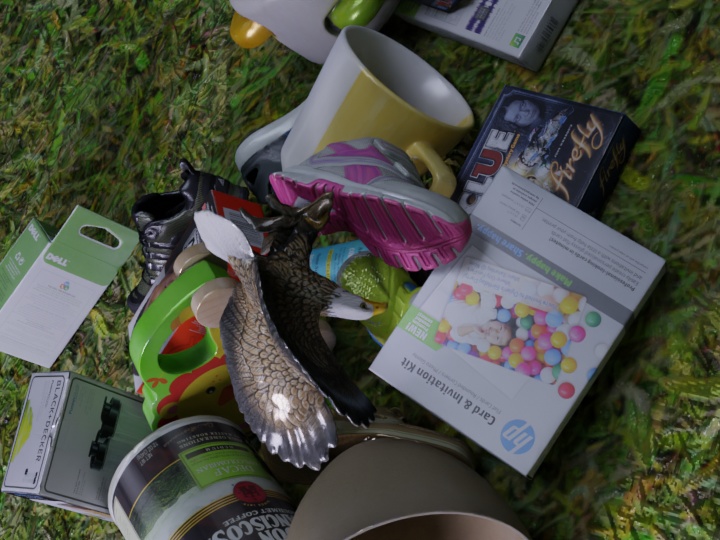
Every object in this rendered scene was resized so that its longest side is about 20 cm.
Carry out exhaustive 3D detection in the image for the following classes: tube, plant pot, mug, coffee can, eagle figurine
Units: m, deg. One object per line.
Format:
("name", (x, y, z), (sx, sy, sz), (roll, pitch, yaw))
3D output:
("tube", (0.000, 0.000, 1.233), (0.200, 0.050, 0.078), (-9, 74, 32))
("plant pot", (0.027, 0.208, 1.010), (0.200, 0.200, 0.135), (-42, 34, 18))
("mug", (0.002, -0.115, 1.205), (0.153, 0.149, 0.187), (-51, 15, 24))
("coffee can", (-0.118, 0.244, 1.143), (0.146, 0.146, 0.200), (-53, 45, 8))
("eagle figurine", (-0.052, 0.041, 1.033), (0.151, 0.152, 0.201), (-7, 65, 26))

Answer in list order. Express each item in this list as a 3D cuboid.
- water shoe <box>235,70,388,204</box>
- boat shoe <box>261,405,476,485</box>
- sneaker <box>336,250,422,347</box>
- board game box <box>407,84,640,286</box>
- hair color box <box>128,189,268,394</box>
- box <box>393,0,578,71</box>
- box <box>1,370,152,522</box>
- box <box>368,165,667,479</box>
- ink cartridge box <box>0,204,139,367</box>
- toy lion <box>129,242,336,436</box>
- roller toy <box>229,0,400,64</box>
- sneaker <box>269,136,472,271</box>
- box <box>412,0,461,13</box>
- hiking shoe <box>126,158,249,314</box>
("water shoe", (-0.034, -0.135, 1.324), (0.200, 0.071, 0.079), (-31, 80, 26))
("boat shoe", (0.012, 0.148, 1.124), (0.200, 0.074, 0.066), (4, 34, 27))
("sneaker", (0.063, 0.064, 1.130), (0.076, 0.105, 0.200), (-41, 75, -2))
("board game box", (0.138, -0.055, 1.127), (0.135, 0.035, 0.200), (22, 83, 43))
("hair color box", (-0.162, 0.029, 1.305), (0.200, 0.061, 0.102), (-55, 33, 30))
("box", (0.130, -0.285, 1.257), (0.200, 0.036, 0.145), (33, 93, 44))
("box", (-0.230, 0.177, 1.239), (0.060, 0.200, 0.117), (-4, 68, 41))
("box", (0.125, 0.039, 1.042), (0.156, 0.041, 0.200), (33, 88, 19))
("ink cartridge box", (-0.353, 0.007, 1.500), (0.200, 0.104, 0.059), (-53, 46, 9))
("toy lion", (-0.133, 0.086, 1.194), (0.192, 0.200, 0.069), (-46, 50, 14))
("roller toy", (-0.045, -0.318, 1.333), (0.200, 0.140, 0.183), (-16, 52, 52))
("sneaker", (0.018, -0.067, 1.076), (0.200, 0.081, 0.088), (23, 57, 39))
("box", (0.009, -0.337, 1.228), (0.038, 0.200, 0.137), (145, 136, -60))
("hiking shoe", (-0.202, -0.036, 1.367), (0.200, 0.101, 0.076), (-48, 21, 27))
